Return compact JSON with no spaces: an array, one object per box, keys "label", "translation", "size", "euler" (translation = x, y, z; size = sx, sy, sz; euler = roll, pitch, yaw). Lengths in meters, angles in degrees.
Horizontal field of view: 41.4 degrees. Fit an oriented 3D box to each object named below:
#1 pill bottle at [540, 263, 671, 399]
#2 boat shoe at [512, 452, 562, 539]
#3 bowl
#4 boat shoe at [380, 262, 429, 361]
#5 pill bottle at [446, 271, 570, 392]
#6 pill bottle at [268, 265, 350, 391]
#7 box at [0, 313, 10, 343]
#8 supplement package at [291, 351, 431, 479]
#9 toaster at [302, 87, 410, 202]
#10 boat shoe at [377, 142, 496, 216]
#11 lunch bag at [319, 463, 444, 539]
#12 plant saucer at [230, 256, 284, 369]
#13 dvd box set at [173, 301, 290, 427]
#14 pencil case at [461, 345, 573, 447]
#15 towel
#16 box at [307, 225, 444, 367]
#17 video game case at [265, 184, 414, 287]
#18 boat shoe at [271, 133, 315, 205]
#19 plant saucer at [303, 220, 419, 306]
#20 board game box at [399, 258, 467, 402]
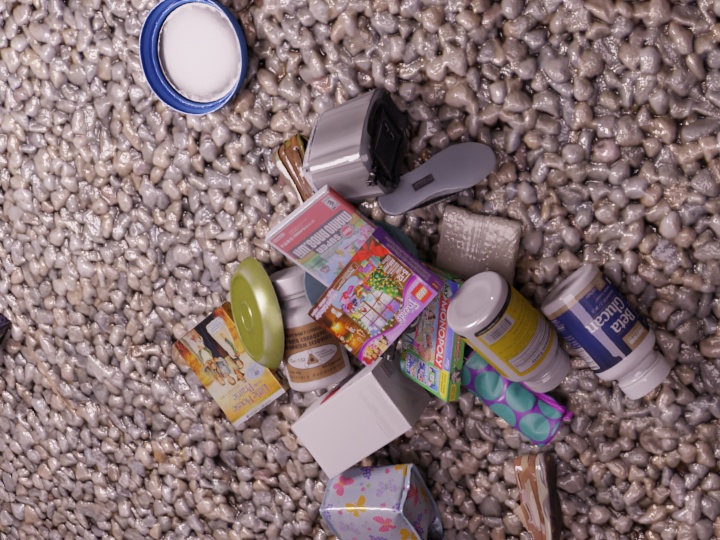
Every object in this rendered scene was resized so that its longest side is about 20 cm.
[{"label":"pill bottle","translation":[0.381,0.097,1.468],"size":[0.200,0.111,0.111],"euler":[48,117,0]},{"label":"boat shoe","translation":[0.300,0.406,1.632],"size":[0.071,0.076,0.202],"euler":[-3,97,26]},{"label":"bowl","translation":[-0.280,-0.366,1.613],"size":[0.199,0.039,0.203],"euler":[7,109,20]},{"label":"boat shoe","translation":[0.070,0.068,1.564],"size":[0.067,0.072,0.201],"euler":[33,125,4]},{"label":"pill bottle","translation":[0.233,0.101,1.466],"size":[0.111,0.112,0.200],"euler":[-33,120,27]},{"label":"pill bottle","translation":[-0.094,0.097,1.654],"size":[0.113,0.114,0.202],"euler":[-10,104,24]},{"label":"box","translation":[-0.832,0.160,1.971],"size":[0.122,0.106,0.201],"euler":[37,117,7]},{"label":"supplement package","translation":[0.001,0.249,1.664],"size":[0.199,0.121,0.120],"euler":[-37,92,27]},{"label":"toaster","translation":[-0.007,-0.184,1.488],"size":[0.128,0.201,0.114],"euler":[-12,137,30]},{"label":"boat shoe","translation":[0.121,-0.139,1.515],"size":[0.198,0.068,0.074],"euler":[-30,84,3]},{"label":"lunch bag","translation":[0.045,0.447,1.704],"size":[0.168,0.128,0.201],"euler":[-6,134,24]},{"label":"plant saucer","translation":[-0.187,0.078,1.661],"size":[0.200,0.031,0.202],"euler":[40,137,51]},{"label":"dvd box set","translation":[-0.242,0.178,1.787],"size":[0.146,0.029,0.201],"euler":[-36,92,27]},{"label":"pencil case","translation":[0.247,0.196,1.570],"size":[0.200,0.085,0.093],"euler":[40,130,4]},{"label":"towel","translation":[0.187,0.000,1.556],"size":[0.131,0.034,0.202],"euler":[14,112,15]},{"label":"box","translation":[0.021,0.045,1.505],"size":[0.137,0.039,0.200],"euler":[40,125,1]},{"label":"video game case","translation":[-0.031,-0.035,1.508],"size":[0.143,0.018,0.200],"euler":[-36,122,28]},{"label":"boat shoe","translation":[-0.067,-0.135,1.588],"size":[0.068,0.072,0.201],"euler":[-37,92,28]},{"label":"plant saucer","translation":[0.000,0.000,1.594],"size":[0.199,0.039,0.203],"euler":[-6,119,-11]},{"label":"board game box","translation":[0.120,0.096,1.559],"size":[0.134,0.029,0.202],"euler":[28,119,53]}]
